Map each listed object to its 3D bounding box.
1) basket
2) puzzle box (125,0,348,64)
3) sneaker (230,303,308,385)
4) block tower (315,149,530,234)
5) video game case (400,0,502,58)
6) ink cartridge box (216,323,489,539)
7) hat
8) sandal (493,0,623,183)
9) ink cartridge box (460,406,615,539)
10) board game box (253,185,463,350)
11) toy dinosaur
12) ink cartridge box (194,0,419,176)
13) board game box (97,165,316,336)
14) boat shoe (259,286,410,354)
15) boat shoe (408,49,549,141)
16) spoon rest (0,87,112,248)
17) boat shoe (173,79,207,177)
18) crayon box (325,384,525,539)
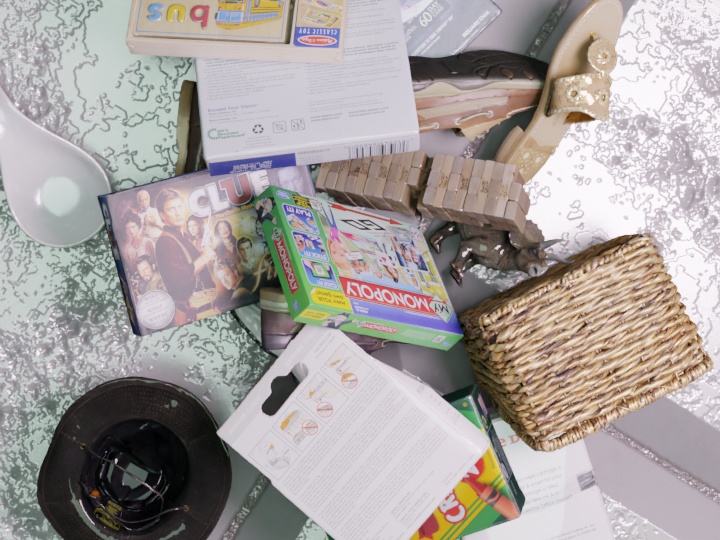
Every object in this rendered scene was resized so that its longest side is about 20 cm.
[{"bbox_3d":[0.209,0.070,1.482,0.200,0.143,0.149,-27,93,-10],"label":"basket"},{"bbox_3d":[-0.110,-0.256,1.414,0.199,0.025,0.133,3,67,4],"label":"puzzle box"},{"bbox_3d":[-0.041,0.080,1.509,0.079,0.074,0.200,-43,96,-4],"label":"sneaker"},{"bbox_3d":[0.062,-0.082,1.468,0.199,0.058,0.054,11,79,19],"label":"block tower"},{"bbox_3d":[0.020,-0.277,1.506,0.143,0.019,0.200,-44,97,1],"label":"video game case"},{"bbox_3d":[-0.007,0.155,1.416,0.200,0.050,0.161,41,105,4],"label":"ink cartridge box"},{"bbox_3d":[-0.214,0.195,1.507,0.200,0.081,0.201,1,99,4],"label":"hat"},{"bbox_3d":[0.208,-0.154,1.460,0.078,0.070,0.212,4,126,-44],"label":"sandal"},{"bbox_3d":[0.164,0.232,1.525,0.146,0.084,0.200,-17,95,1],"label":"ink cartridge box"},{"bbox_3d":[0.000,0.000,1.431,0.029,0.200,0.135,-43,53,31],"label":"board game box"},{"bbox_3d":[0.116,-0.050,1.512,0.102,0.077,0.200,-33,64,-3],"label":"toy dinosaur"},{"bbox_3d":[-0.054,-0.192,1.419,0.196,0.043,0.200,-7,65,-1],"label":"ink cartridge box"},{"bbox_3d":[-0.133,-0.030,1.444,0.200,0.035,0.136,-17,98,-20],"label":"board game box"},{"bbox_3d":[-0.018,0.057,1.461,0.200,0.072,0.065,11,94,-44],"label":"boat shoe"},{"bbox_3d":[0.104,-0.168,1.494,0.199,0.076,0.074,-3,121,-16],"label":"boat shoe"},{"bbox_3d":[-0.319,-0.113,1.482,0.099,0.061,0.200,-34,95,1],"label":"spoon rest"},{"bbox_3d":[-0.149,-0.084,1.487,0.070,0.070,0.201,7,95,0],"label":"boat shoe"},{"bbox_3d":[0.041,0.204,1.464,0.200,0.051,0.127,-22,95,14],"label":"crayon box"}]
